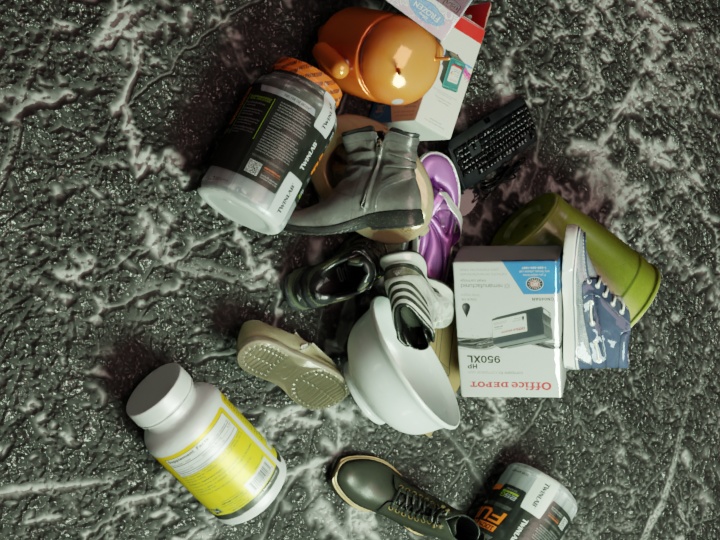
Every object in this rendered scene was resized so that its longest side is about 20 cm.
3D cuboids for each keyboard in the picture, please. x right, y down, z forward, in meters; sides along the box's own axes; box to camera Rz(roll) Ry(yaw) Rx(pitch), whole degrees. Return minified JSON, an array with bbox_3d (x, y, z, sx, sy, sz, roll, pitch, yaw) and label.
[{"bbox_3d":[0.205,-0.173,1.727,0.200,0.040,0.104,-35,113,-40],"label":"keyboard"}]

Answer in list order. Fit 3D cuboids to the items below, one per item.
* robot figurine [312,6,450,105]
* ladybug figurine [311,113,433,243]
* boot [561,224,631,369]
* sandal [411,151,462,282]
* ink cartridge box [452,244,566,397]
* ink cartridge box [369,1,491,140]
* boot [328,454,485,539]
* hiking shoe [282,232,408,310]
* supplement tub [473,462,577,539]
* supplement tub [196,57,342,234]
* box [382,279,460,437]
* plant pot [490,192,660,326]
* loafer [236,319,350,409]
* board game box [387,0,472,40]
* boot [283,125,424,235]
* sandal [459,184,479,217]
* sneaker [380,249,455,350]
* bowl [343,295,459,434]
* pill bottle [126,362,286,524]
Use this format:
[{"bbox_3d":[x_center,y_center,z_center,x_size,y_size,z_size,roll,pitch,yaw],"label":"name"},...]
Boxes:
[{"bbox_3d":[0.021,-0.271,1.522,0.144,0.200,0.117,30,86,-39],"label":"robot figurine"},{"bbox_3d":[0.018,-0.121,1.583,0.136,0.072,0.200,-41,92,18],"label":"ladybug figurine"},{"bbox_3d":[0.322,0.036,1.629,0.073,0.090,0.200,-40,128,-72],"label":"boot"},{"bbox_3d":[0.110,-0.063,1.653,0.082,0.050,0.203,-8,107,-30],"label":"sandal"},{"bbox_3d":[0.209,0.071,1.662,0.084,0.144,0.200,-52,139,-68],"label":"ink cartridge box"},{"bbox_3d":[0.094,-0.279,1.624,0.067,0.116,0.200,23,80,-33],"label":"ink cartridge box"},{"bbox_3d":[0.067,0.315,1.637,0.200,0.138,0.078,28,78,-31],"label":"boot"},{"bbox_3d":[0.000,0.000,1.591,0.200,0.101,0.076,-32,110,-28],"label":"hiking shoe"},{"bbox_3d":[0.219,0.393,1.754,0.123,0.122,0.200,46,69,-27],"label":"supplement tub"},{"bbox_3d":[-0.108,-0.157,1.496,0.123,0.122,0.200,35,76,-30],"label":"supplement tub"},{"bbox_3d":[0.091,0.111,1.707,0.163,0.021,0.200,40,73,-28],"label":"box"},{"bbox_3d":[0.298,-0.005,1.749,0.193,0.200,0.200,46,69,-15],"label":"plant pot"},{"bbox_3d":[-0.085,0.118,1.560,0.076,0.068,0.200,-35,136,18],"label":"loafer"},{"bbox_3d":[0.057,-0.396,1.526,0.200,0.043,0.199,35,34,-4],"label":"board game box"},{"bbox_3d":[-0.014,-0.114,1.527,0.070,0.200,0.132,-19,104,-75],"label":"boot"},{"bbox_3d":[0.089,-0.119,1.676,0.200,0.043,0.076,17,84,-33],"label":"sandal"},{"bbox_3d":[0.076,0.064,1.590,0.201,0.076,0.115,47,36,-57],"label":"sneaker"},{"bbox_3d":[0.040,0.141,1.582,0.090,0.201,0.201,-33,117,14],"label":"bowl"},{"bbox_3d":[-0.191,0.210,1.474,0.112,0.112,0.200,-49,117,-21],"label":"pill bottle"}]
